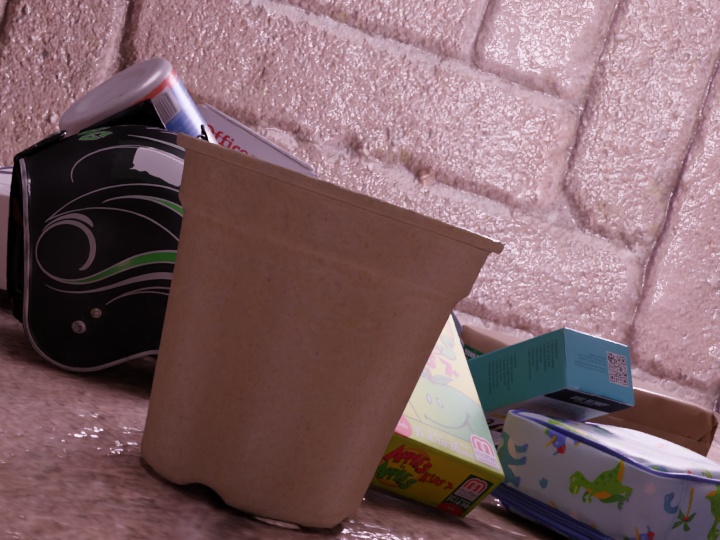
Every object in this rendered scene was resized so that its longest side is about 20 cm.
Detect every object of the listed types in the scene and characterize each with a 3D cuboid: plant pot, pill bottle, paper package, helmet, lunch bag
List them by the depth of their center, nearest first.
[{"bbox_3d":[-0.038,0.040,0.865,0.198,0.186,0.200,18,3,-1],"label":"plant pot"},{"bbox_3d":[0.197,0.163,1.110,0.160,0.083,0.199,22,4,41],"label":"lunch bag"},{"bbox_3d":[-0.166,-0.008,1.127,0.188,0.203,0.200,0,8,-18],"label":"helmet"},{"bbox_3d":[-0.164,-0.071,1.289,0.201,0.112,0.112,61,-16,-22],"label":"pill bottle"},{"bbox_3d":[0.205,0.140,1.450,0.189,0.105,0.199,17,4,-36],"label":"paper package"}]

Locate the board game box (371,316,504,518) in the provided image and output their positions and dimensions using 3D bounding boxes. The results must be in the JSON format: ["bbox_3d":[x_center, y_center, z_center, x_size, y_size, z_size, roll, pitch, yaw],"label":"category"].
[{"bbox_3d":[0.026,0.068,1.045,0.101,0.048,0.201,24,32,-32],"label":"board game box"}]

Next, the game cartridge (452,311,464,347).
[{"bbox_3d":[0.000,0.000,1.370,0.199,0.041,0.134,29,-21,37],"label":"game cartridge"}]

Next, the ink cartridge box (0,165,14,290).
[{"bbox_3d":[-0.287,-0.045,1.341,0.143,0.086,0.199,11,13,30],"label":"ink cartridge box"}]

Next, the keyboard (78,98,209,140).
[{"bbox_3d":[-0.145,-0.047,1.230,0.103,0.202,0.040,-21,22,12],"label":"keyboard"}]

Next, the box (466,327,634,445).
[{"bbox_3d":[0.115,0.100,1.194,0.082,0.050,0.199,16,-27,-39],"label":"box"}]

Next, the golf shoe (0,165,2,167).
[{"bbox_3d":[-0.365,-0.057,1.538,0.088,0.078,0.199,41,-8,-32],"label":"golf shoe"}]

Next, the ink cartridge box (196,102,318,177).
[{"bbox_3d":[-0.154,-0.052,1.558,0.146,0.202,0.083,30,0,-7],"label":"ink cartridge box"}]
